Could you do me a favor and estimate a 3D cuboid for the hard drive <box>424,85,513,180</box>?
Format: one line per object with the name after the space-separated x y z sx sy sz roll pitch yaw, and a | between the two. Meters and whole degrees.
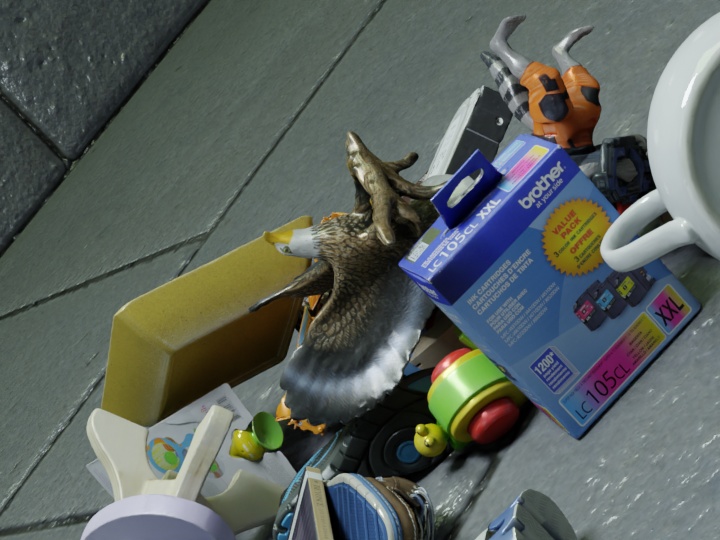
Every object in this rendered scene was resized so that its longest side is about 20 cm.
0.065 -0.047 1.577 0.140 0.038 0.201 150 143 -85 | hard drive

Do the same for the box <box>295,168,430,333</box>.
0.034 0.003 1.762 0.200 0.075 0.100 -45 16 -8 | box

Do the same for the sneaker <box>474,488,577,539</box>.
0.068 0.231 1.192 0.115 0.081 0.200 -38 12 30 | sneaker

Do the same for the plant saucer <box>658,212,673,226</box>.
0.308 -0.089 1.427 0.200 0.032 0.200 -40 19 17 | plant saucer

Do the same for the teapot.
0.271 -0.089 1.275 0.146 0.199 0.199 -133 48 -80 | teapot

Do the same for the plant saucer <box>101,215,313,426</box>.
-0.125 0.058 1.683 0.199 0.049 0.200 -28 -22 -25 | plant saucer

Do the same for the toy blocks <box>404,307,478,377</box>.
0.096 0.017 1.585 0.137 0.100 0.201 -43 20 51 | toy blocks

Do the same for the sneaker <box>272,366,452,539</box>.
0.004 0.141 1.523 0.200 0.073 0.082 -41 16 8 | sneaker

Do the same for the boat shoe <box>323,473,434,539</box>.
0.015 0.178 1.396 0.072 0.073 0.200 -3 2 -16 | boat shoe

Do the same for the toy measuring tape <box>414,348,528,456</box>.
0.113 0.068 1.438 0.200 0.074 0.074 -42 18 9 | toy measuring tape

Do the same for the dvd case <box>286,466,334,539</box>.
-0.041 0.247 1.353 0.200 0.016 0.149 -108 30 -69 | dvd case

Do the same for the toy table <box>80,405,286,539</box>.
-0.159 0.201 1.604 0.200 0.183 0.118 -36 29 48 | toy table

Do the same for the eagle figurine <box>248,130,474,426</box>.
-0.007 -0.002 1.474 0.152 0.150 0.201 -47 -22 -47 | eagle figurine

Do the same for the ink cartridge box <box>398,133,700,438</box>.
0.124 -0.001 1.361 0.136 0.200 0.076 -46 18 -5 | ink cartridge box

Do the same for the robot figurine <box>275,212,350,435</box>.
-0.021 0.034 1.633 0.145 0.058 0.201 -14 -64 -85 | robot figurine

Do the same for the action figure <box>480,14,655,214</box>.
0.170 -0.093 1.497 0.104 0.195 0.200 -17 -9 22 | action figure

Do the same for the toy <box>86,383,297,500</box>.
-0.141 0.173 1.712 0.200 0.115 0.047 -30 11 40 | toy
